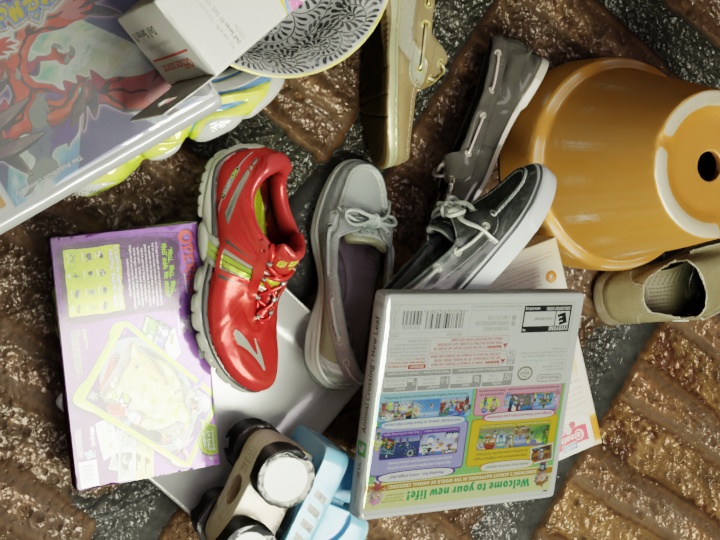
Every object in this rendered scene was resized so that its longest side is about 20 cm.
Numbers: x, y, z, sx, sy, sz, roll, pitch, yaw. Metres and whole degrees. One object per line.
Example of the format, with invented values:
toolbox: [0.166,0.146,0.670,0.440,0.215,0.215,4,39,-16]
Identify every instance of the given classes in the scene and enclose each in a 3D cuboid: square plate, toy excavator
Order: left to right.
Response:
square plate: [-0.119,0.095,1.044,0.200,0.028,0.198,45,76,-21]
toy excavator: [-0.012,0.183,1.026,0.200,0.100,0.195,28,87,-24]

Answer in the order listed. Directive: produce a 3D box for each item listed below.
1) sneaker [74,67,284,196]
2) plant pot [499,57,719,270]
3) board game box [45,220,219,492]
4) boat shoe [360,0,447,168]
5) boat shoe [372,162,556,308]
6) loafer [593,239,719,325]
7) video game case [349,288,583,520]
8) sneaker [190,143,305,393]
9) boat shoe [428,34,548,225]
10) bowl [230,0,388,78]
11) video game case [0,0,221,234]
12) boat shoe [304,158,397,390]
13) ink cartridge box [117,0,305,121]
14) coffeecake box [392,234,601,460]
sneaker: [-0.160,-0.143,0.979,0.200,0.076,0.105,-31,105,-18]
plant pot: [0.256,-0.094,1.111,0.200,0.183,0.201,-2,96,-24]
board game box: [-0.179,0.066,0.984,0.120,0.032,0.200,-6,97,-21]
boat shoe: [0.041,-0.187,1.067,0.066,0.074,0.200,0,94,-19]
boat shoe: [0.084,-0.027,1.032,0.068,0.074,0.199,46,78,-18]
loafer: [0.325,0.017,1.216,0.200,0.067,0.076,-16,101,-22]
video game case: [0.088,0.105,1.006,0.200,0.022,0.182,0,102,-32]
sneaker: [-0.082,0.000,0.979,0.077,0.085,0.200,-9,97,-55]
boat shoe: [0.099,-0.118,1.108,0.057,0.067,0.200,30,81,-7]
bowl: [-0.081,-0.252,0.995,0.200,0.094,0.201,-2,96,-24]
video game case: [-0.235,-0.151,0.926,0.200,0.023,0.182,-32,85,-12]
boat shoe: [-0.001,0.000,1.053,0.074,0.065,0.202,19,71,-32]
ink cartridge box: [-0.096,-0.193,0.876,0.200,0.117,0.067,-44,109,-15]
coffeecake box: [0.118,0.084,1.124,0.153,0.073,0.200,-19,102,-20]
